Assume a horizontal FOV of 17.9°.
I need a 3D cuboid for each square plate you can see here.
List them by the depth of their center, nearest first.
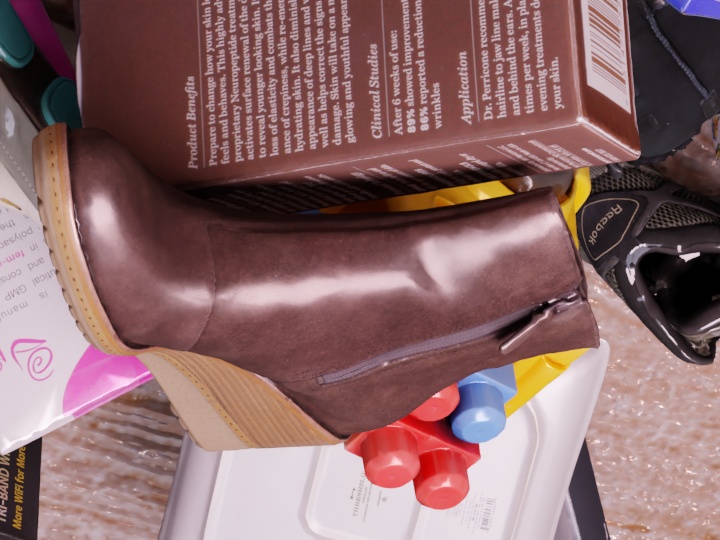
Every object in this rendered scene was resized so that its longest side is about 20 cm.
[{"bbox_3d":[0.005,0.105,1.136,0.197,0.028,0.201,14,109,1],"label":"square plate"}]

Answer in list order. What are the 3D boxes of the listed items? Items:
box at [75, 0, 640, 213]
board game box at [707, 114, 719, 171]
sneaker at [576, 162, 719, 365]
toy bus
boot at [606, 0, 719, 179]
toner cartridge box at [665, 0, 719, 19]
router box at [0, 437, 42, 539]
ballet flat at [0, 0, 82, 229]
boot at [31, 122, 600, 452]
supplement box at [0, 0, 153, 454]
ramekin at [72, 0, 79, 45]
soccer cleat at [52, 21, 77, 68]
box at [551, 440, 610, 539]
[{"bbox_3d":[-0.003,-0.079,0.841,0.199,0.101,0.075,-7,169,23],"label":"box"},{"bbox_3d":[0.276,-0.047,1.120,0.199,0.126,0.035,4,135,-9],"label":"board game box"},{"bbox_3d":[0.185,0.007,1.159,0.199,0.114,0.076,22,114,-45],"label":"sneaker"},{"bbox_3d":[0.000,0.000,0.962,0.200,0.192,0.136,29,128,-29],"label":"toy bus"},{"bbox_3d":[0.153,-0.142,1.051,0.198,0.073,0.162,-41,143,3],"label":"boot"},{"bbox_3d":[0.198,-0.153,0.983,0.200,0.043,0.095,-1,129,-53],"label":"toner cartridge box"},{"bbox_3d":[-0.234,0.046,1.119,0.157,0.200,0.052,24,128,-27],"label":"router box"},{"bbox_3d":[-0.145,-0.065,0.912,0.064,0.067,0.200,-34,100,18],"label":"ballet flat"},{"bbox_3d":[-0.011,-0.009,0.812,0.166,0.073,0.200,-17,144,10],"label":"boot"},{"bbox_3d":[-0.158,-0.034,0.985,0.101,0.103,0.200,-26,95,-10],"label":"supplement box"},{"bbox_3d":[-0.037,-0.129,1.034,0.200,0.098,0.201,-2,135,-2],"label":"ramekin"},{"bbox_3d":[-0.192,-0.114,1.060,0.199,0.069,0.078,17,128,-16],"label":"soccer cleat"},{"bbox_3d":[0.026,0.138,1.250,0.199,0.107,0.148,-14,177,9],"label":"box"}]
